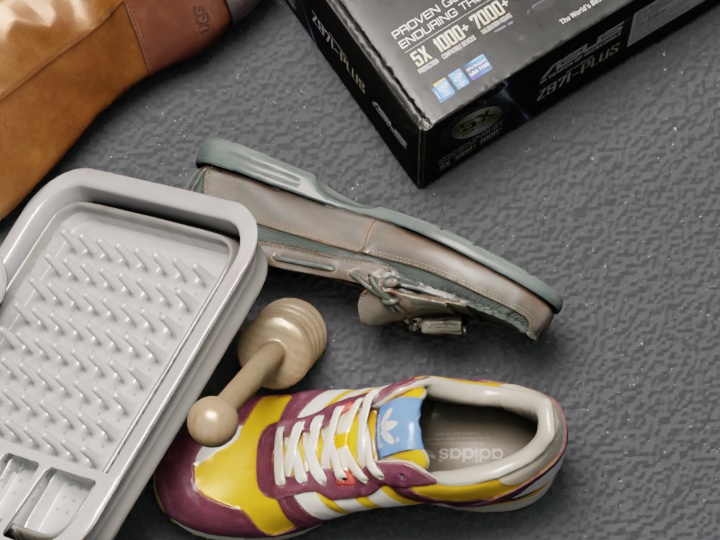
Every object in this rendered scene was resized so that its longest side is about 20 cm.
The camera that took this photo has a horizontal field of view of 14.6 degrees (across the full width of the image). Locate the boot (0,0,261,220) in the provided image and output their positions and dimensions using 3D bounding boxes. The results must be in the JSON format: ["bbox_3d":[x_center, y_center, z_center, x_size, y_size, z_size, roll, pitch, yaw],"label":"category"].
[{"bbox_3d":[-0.168,-0.153,1.391,0.200,0.068,0.188,-39,113,-9],"label":"boot"}]

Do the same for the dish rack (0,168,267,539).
[{"bbox_3d":[-0.135,0.051,1.339,0.171,0.044,0.200,13,67,45],"label":"dish rack"}]

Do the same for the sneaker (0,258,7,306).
[{"bbox_3d":[-0.271,0.004,1.359,0.199,0.077,0.076,1,70,7],"label":"sneaker"}]

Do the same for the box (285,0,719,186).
[{"bbox_3d":[0.067,-0.169,1.422,0.200,0.086,0.164,-31,74,-10],"label":"box"}]

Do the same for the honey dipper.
[{"bbox_3d":[-0.051,0.048,1.295,0.038,0.200,0.038,2,99,10],"label":"honey dipper"}]

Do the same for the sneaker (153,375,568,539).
[{"bbox_3d":[-0.001,0.082,1.337,0.199,0.090,0.075,-8,72,-3],"label":"sneaker"}]

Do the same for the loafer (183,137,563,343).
[{"bbox_3d":[0.000,0.000,1.380,0.200,0.072,0.063,24,80,16],"label":"loafer"}]
